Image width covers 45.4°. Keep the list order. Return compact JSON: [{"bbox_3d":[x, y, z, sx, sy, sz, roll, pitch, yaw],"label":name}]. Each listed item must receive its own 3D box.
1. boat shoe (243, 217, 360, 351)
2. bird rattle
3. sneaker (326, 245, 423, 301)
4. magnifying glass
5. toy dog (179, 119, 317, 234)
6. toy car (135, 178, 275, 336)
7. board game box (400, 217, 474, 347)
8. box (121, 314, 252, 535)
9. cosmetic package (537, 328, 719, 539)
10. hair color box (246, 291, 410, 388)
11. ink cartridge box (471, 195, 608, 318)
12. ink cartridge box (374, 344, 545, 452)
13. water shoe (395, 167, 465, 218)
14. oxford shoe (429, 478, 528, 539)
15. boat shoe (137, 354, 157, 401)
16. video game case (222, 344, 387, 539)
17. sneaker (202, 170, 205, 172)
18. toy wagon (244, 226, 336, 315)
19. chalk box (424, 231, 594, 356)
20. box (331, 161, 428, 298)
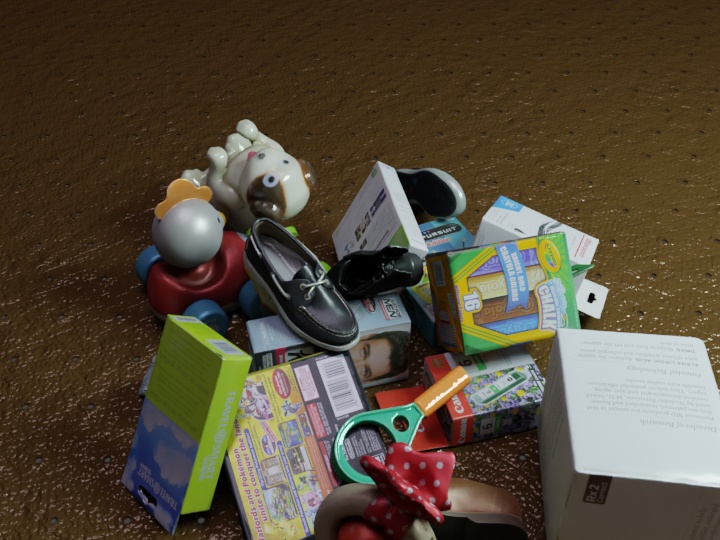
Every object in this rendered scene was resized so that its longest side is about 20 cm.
[{"bbox_3d":[-0.071,0.013,1.037,0.073,0.061,0.200,-24,56,-32],"label":"boat shoe"},{"bbox_3d":[0.025,0.259,0.819,0.160,0.202,0.113,-10,31,27],"label":"bird rattle"},{"bbox_3d":[0.000,0.003,1.077,0.197,0.061,0.103,-11,-7,41],"label":"sneaker"},{"bbox_3d":[0.050,0.170,0.972,0.198,0.023,0.080,-32,72,-31],"label":"magnifying glass"},{"bbox_3d":[-0.150,-0.114,1.241,0.138,0.197,0.199,-33,14,-27],"label":"toy dog"},{"bbox_3d":[-0.214,-0.038,1.169,0.175,0.203,0.184,-23,44,-27],"label":"toy car"},{"bbox_3d":[0.118,0.008,1.233,0.148,0.048,0.201,-17,42,-20],"label":"board game box"},{"bbox_3d":[-0.193,0.166,0.942,0.047,0.204,0.121,8,14,-46],"label":"box"},{"bbox_3d":[0.282,0.192,0.907,0.161,0.167,0.202,3,39,4],"label":"cosmetic package"},{"bbox_3d":[-0.039,0.101,1.076,0.196,0.101,0.061,-11,40,-13],"label":"hair color box"},{"bbox_3d":[0.262,-0.022,1.206,0.197,0.069,0.116,26,29,12],"label":"ink cartridge box"},{"bbox_3d":[0.124,0.152,1.050,0.196,0.051,0.110,-10,39,-13],"label":"ink cartridge box"},{"bbox_3d":[0.121,-0.132,1.352,0.077,0.073,0.199,-10,19,-26],"label":"water shoe"},{"bbox_3d":[0.076,0.253,0.916,0.195,0.072,0.072,10,35,-5],"label":"oxford shoe"},{"bbox_3d":[-0.178,0.168,1.031,0.197,0.070,0.072,21,66,17],"label":"boat shoe"},{"bbox_3d":[-0.065,0.198,0.959,0.177,0.026,0.203,-14,64,-18],"label":"video game case"},{"bbox_3d":[-0.185,-0.128,1.392,0.197,0.075,0.115,15,42,34],"label":"sneaker"},{"bbox_3d":[-0.079,0.013,1.179,0.199,0.039,0.157,5,53,-62],"label":"toy wagon"},{"bbox_3d":[0.195,0.024,1.081,0.195,0.127,0.125,-9,1,-9],"label":"chalk box"},{"bbox_3d":[0.022,-0.038,1.204,0.036,0.145,0.202,18,32,-26],"label":"box"}]
